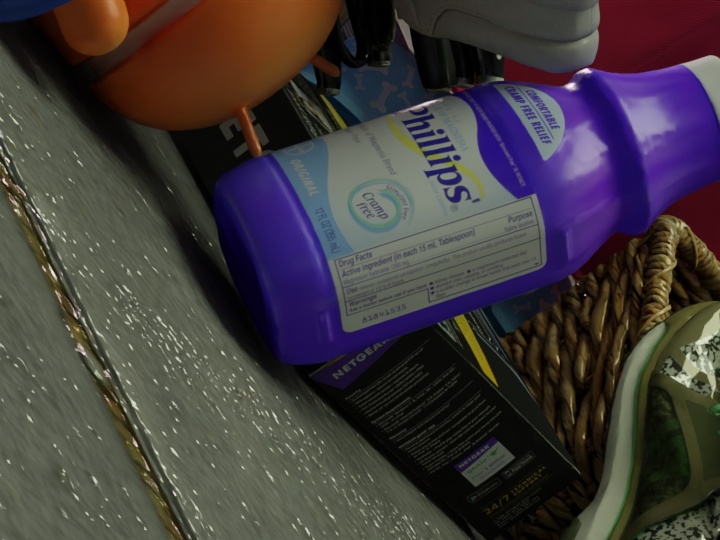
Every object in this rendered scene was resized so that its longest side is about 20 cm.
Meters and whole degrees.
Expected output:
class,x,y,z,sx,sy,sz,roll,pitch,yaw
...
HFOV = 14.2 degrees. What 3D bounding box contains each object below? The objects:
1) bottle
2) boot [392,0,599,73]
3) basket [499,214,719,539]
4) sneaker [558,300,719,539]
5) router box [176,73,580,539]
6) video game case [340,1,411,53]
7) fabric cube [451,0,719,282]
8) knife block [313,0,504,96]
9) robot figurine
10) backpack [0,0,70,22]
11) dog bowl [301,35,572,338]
class,x,y,z,sx,sy,sz,roll,pitch,yaw
bottle,0.049,-0.029,1.082,0.084,0.200,0.065,-119,-165,-45
boot,0.012,-0.142,1.111,0.200,0.074,0.096,29,-51,36
basket,0.156,0.100,1.363,0.200,0.149,0.143,49,9,-40
sneaker,0.147,0.096,1.211,0.077,0.089,0.200,59,42,-39
router box,0.000,0.000,1.218,0.157,0.052,0.200,45,11,-47
video game case,-0.025,-0.150,1.511,0.200,0.017,0.143,67,-19,5
fabric cube,0.139,-0.122,1.401,0.196,0.199,0.200,58,3,36
knife block,0.016,-0.172,1.191,0.176,0.200,0.064,41,34,10
robot figurine,-0.085,-0.135,1.080,0.200,0.117,0.144,51,-9,-8
backpack,-0.118,-0.181,0.895,0.200,0.162,0.168,53,4,6
dog bowl,0.035,-0.031,1.409,0.200,0.050,0.111,56,-19,-22
